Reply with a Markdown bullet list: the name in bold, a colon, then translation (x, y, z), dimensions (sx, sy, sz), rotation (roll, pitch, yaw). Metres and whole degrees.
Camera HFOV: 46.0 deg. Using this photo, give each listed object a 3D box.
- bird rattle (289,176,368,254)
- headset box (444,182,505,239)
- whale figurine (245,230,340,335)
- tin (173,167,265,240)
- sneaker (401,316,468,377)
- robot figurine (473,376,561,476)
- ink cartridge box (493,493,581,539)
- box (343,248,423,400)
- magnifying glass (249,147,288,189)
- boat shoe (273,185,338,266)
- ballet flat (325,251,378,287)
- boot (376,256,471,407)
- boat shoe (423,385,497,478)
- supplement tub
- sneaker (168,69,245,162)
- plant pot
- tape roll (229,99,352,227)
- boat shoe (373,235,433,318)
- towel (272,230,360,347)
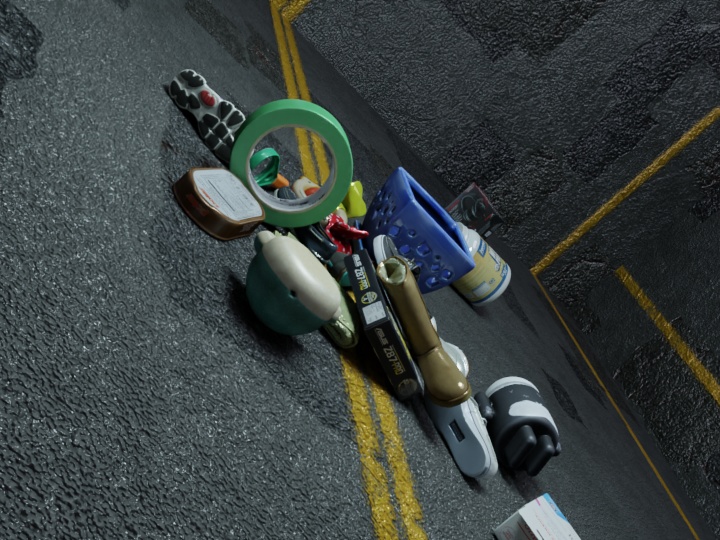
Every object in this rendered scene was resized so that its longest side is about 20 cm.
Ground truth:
- **bird rattle**: translation (-0.070, -0.105, 1.608), dimensions (0.162, 0.113, 0.201), rotation (33, 31, -11)
- **headset box**: translation (0.406, -0.205, 3.067), dimensions (0.077, 0.148, 0.201), rotation (32, 23, -48)
- **whale figurine**: translation (-0.096, 0.020, 1.149), dimensions (0.159, 0.104, 0.200), rotation (46, 5, -10)
- **tin**: translation (-0.204, -0.102, 1.252), dimensions (0.112, 0.042, 0.200), rotation (46, 14, 4)
- **sneaker**: translation (0.116, 0.137, 1.540), dimensions (0.091, 0.076, 0.201), rotation (23, 21, -44)
- **robot figurine**: translation (0.288, 0.284, 1.553), dimensions (0.201, 0.123, 0.152), rotation (-101, 169, -63)
- **ink cartridge box**: translation (0.270, 0.413, 1.274), dimensions (0.116, 0.068, 0.199), rotation (54, 15, 21)
- **box**: translation (0.034, 0.084, 1.362), dimensions (0.201, 0.048, 0.163), rotation (-108, 176, -56)
- **magnifying glass**: translation (-0.162, -0.168, 1.490), dimensions (0.022, 0.080, 0.200), rotation (46, 4, 12)
- **boat shoe**: translation (-0.095, -0.086, 1.476), dimensions (0.075, 0.062, 0.201), rotation (32, 22, -42)
- **ballet flat**: translation (0.000, 0.000, 1.537), dimensions (0.068, 0.068, 0.199), rotation (46, 11, 29)
- **boot**: translation (0.094, 0.097, 1.331), dimensions (0.202, 0.065, 0.175), rotation (67, -9, -26)
- **boat shoe**: translation (0.173, 0.249, 1.393), dimensions (0.086, 0.074, 0.203), rotation (30, 26, -49)
- **supplement tub**: translation (0.291, -0.017, 2.263), dimensions (0.200, 0.144, 0.145), rotation (42, 16, -23)
- **sneaker**: translation (-0.245, -0.267, 1.471), dimensions (0.201, 0.080, 0.083), rotation (52, 9, 14)
- **plant pot**: translation (0.093, -0.055, 1.713), dimensions (0.200, 0.180, 0.201), rotation (42, 16, -21)
- **tape roll**: translation (-0.111, -0.170, 1.364), dimensions (0.200, 0.200, 0.048), rotation (42, 16, -23)
- **boat shoe**: translation (0.079, 0.013, 1.501), dimensions (0.070, 0.066, 0.202), rotation (41, 26, -50)
- **towel**: translation (-0.073, 0.025, 1.313), dimensions (0.200, 0.036, 0.149), rotation (46, 14, -10)
